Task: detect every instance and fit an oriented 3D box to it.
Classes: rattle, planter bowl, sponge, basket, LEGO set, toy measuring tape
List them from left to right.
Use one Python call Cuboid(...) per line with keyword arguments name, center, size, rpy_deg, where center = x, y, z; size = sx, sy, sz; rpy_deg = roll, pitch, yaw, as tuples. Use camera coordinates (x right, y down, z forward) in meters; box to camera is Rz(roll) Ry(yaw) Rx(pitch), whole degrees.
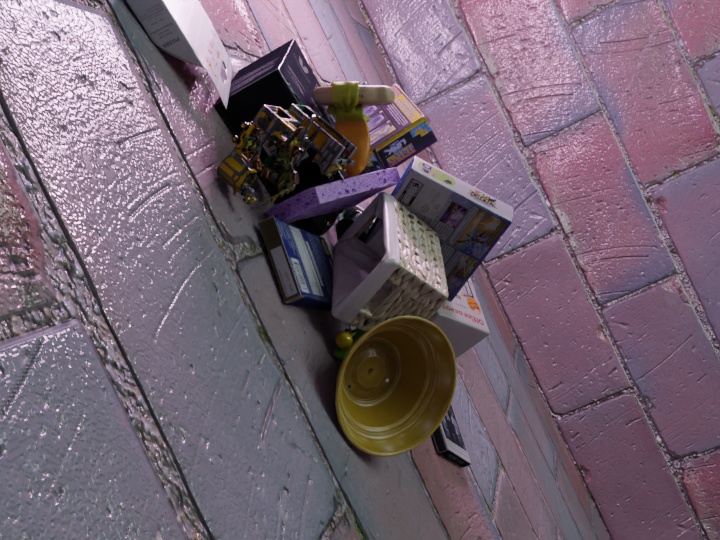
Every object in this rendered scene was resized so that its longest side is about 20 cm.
Cuboid(name="LEGO set", center=(-0.090, -0.146, 1.156), size=(0.116, 0.154, 0.200), rpy_deg=(40, 10, 10))
Cuboid(name="sponge", center=(-0.037, -0.111, 1.263), size=(0.199, 0.111, 0.030), rpy_deg=(-20, 88, -49))
Cuboid(name="rattle", center=(-0.013, -0.232, 1.328), size=(0.200, 0.129, 0.144), rpy_deg=(-158, -130, -72))
Cuboid(name="toy measuring tape", center=(0.027, 0.139, 1.287), size=(0.200, 0.073, 0.074), rpy_deg=(44, 24, -42))
Cuboid(name="planter bowl", center=(0.033, 0.153, 1.191), size=(0.083, 0.200, 0.201), rpy_deg=(18, -34, 57))
Cuboid(name="basket", center=(0.043, 0.000, 1.270), size=(0.123, 0.136, 0.200), rpy_deg=(33, 27, -20))

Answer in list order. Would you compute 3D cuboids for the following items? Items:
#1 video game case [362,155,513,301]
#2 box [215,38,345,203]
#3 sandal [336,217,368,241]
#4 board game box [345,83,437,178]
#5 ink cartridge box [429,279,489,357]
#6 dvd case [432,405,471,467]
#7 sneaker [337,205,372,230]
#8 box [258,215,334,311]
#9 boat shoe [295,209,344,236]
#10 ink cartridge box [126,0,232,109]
Cuboid(name="video game case", center=(0.119, -0.063, 1.366), size=(0.180, 0.200, 0.046), rpy_deg=(27, 40, -7))
Cuboid(name="box", center=(-0.113, -0.233, 1.333), size=(0.197, 0.117, 0.200), rpy_deg=(59, 17, -22))
Cuboid(name="sandal", center=(0.001, 0.000, 1.459), size=(0.048, 0.075, 0.202), rpy_deg=(-10, 75, -47))
Cuboid(name="board game box", center=(0.028, -0.235, 1.474), size=(0.057, 0.165, 0.200), rpy_deg=(57, 5, -31))
Cuboid(name="ink cartridge box", center=(0.115, 0.056, 1.535), size=(0.147, 0.145, 0.201), rpy_deg=(21, 41, -39))
Cuboid(name="dvd case", center=(0.153, 0.271, 1.630), size=(0.150, 0.025, 0.201), rpy_deg=(42, 27, -57))
Cuboid(name="sneaker", center=(0.014, -0.064, 1.513), size=(0.200, 0.072, 0.073), rpy_deg=(40, -10, 50))
Cuboid(name="box", center=(-0.080, -0.004, 1.239), size=(0.122, 0.032, 0.200), rpy_deg=(70, 16, 13))
Cuboid(name="boat shoe", center=(-0.063, -0.114, 1.408), size=(0.063, 0.073, 0.202), rpy_deg=(59, 21, -17))
Cuboid(name="ink cartridge box", center=(-0.249, -0.336, 1.187), size=(0.161, 0.047, 0.201), rpy_deg=(-96, 162, -53))
